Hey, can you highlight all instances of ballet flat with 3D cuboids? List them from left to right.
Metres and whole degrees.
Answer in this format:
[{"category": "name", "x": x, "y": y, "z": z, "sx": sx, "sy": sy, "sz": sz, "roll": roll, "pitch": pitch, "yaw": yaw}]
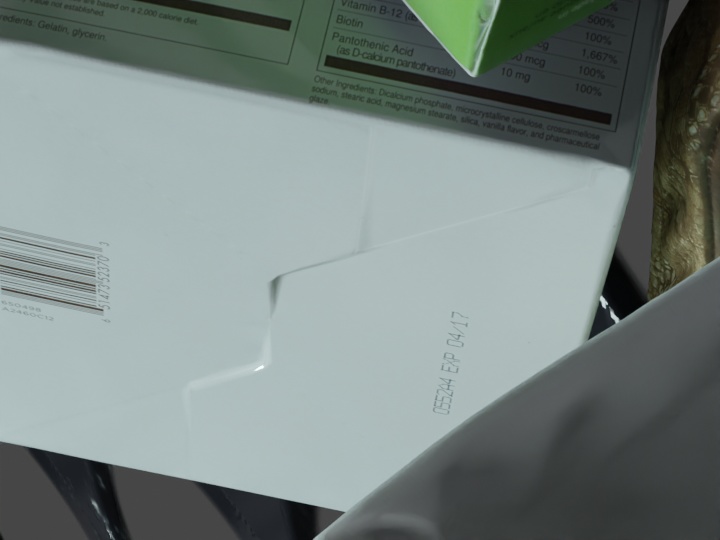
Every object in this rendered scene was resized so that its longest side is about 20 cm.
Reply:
[{"category": "ballet flat", "x": 0.100, "y": 0.000, "z": 0.717, "sx": 0.200, "sy": 0.070, "sz": 0.065, "roll": 93, "pitch": 170, "yaw": -50}]

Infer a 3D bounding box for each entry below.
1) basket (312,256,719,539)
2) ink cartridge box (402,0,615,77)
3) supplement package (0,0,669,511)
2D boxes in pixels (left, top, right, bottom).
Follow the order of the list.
[{"category": "basket", "x": 0.102, "y": 0.080, "z": 0.615, "sx": 0.136, "sy": 0.200, "sz": 0.123, "roll": 51, "pitch": 163, "yaw": 25}, {"category": "ink cartridge box", "x": 0.011, "y": -0.147, "z": 0.651, "sx": 0.200, "sy": 0.104, "sz": 0.059, "roll": 51, "pitch": 156, "yaw": 24}, {"category": "supplement package", "x": -0.012, "y": -0.033, "z": 0.734, "sx": 0.156, "sy": 0.111, "sz": 0.200, "roll": 12, "pitch": 150, "yaw": 2}]
